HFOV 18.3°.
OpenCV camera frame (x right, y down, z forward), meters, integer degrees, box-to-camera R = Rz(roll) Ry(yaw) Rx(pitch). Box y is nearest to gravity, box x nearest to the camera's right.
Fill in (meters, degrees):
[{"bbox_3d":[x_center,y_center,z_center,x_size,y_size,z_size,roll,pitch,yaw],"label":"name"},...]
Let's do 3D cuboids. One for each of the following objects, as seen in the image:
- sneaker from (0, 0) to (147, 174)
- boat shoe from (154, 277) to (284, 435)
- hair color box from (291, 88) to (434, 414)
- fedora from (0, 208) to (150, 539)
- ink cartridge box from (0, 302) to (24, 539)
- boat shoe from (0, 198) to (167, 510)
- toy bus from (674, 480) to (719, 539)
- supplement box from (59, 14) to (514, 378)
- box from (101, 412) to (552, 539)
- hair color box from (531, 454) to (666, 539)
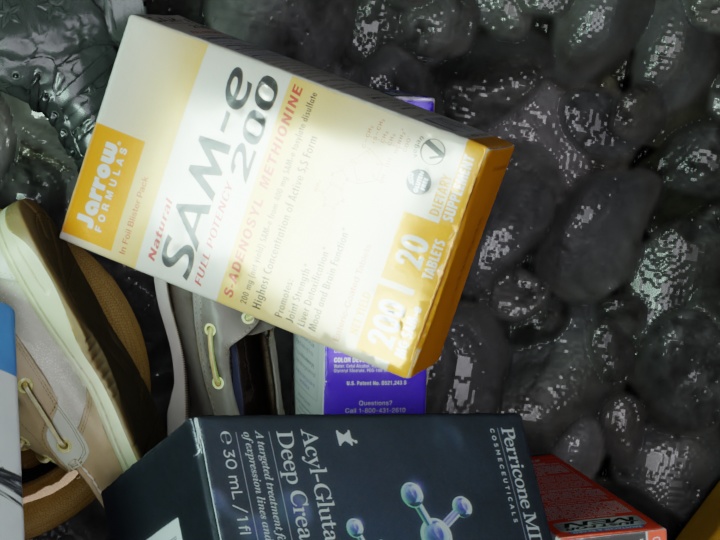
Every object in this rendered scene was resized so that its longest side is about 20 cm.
[{"bbox_3d":[-0.168,-0.106,1.228,0.104,0.060,0.200,-3,93,-9],"label":"sneaker"},{"bbox_3d":[-0.074,0.033,1.244,0.059,0.072,0.200,2,102,25],"label":"boat shoe"},{"bbox_3d":[0.000,0.000,1.243,0.065,0.109,0.200,-1,97,-10],"label":"hair color box"},{"bbox_3d":[-0.217,0.054,1.223,0.200,0.082,0.201,-1,97,-10],"label":"fedora"},{"bbox_3d":[-0.232,0.117,1.055,0.084,0.200,0.145,26,127,-36],"label":"ink cartridge box"},{"bbox_3d":[-0.155,0.062,1.162,0.066,0.074,0.200,-23,102,9],"label":"boat shoe"},{"bbox_3d":[0.223,0.186,1.327,0.078,0.065,0.200,38,89,-12],"label":"toy bus"},{"bbox_3d":[-0.038,-0.041,1.146,0.200,0.074,0.126,21,100,12],"label":"supplement box"},{"bbox_3d":[-0.008,0.158,1.113,0.200,0.107,0.149,2,64,-35],"label":"box"},{"bbox_3d":[0.111,0.176,1.237,0.064,0.200,0.111,-5,98,-10],"label":"hair color box"}]
